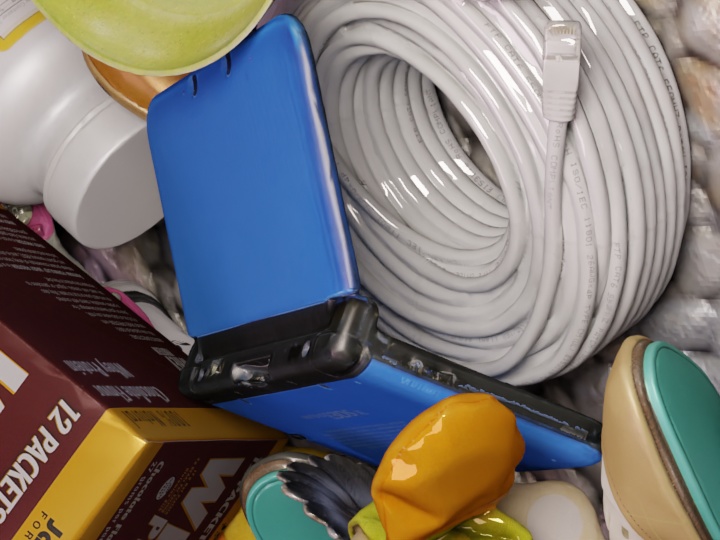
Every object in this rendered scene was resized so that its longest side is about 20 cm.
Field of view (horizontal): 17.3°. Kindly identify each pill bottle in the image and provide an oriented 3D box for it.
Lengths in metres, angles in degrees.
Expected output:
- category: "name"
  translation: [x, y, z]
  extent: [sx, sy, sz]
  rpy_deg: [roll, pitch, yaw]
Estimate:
- category: "pill bottle"
  translation: [-0.167, -0.102, 1.125]
  extent: [0.200, 0.112, 0.112]
  rpy_deg: [43, 144, 23]

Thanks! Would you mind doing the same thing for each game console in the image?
- category: "game console"
  translation: [0.000, 0.000, 0.933]
  extent: [0.170, 0.119, 0.200]
  rpy_deg: [22, 167, -17]

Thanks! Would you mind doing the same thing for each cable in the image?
- category: "cable"
  translation: [0.039, -0.053, 0.933]
  extent: [0.200, 0.069, 0.200]
  rpy_deg: [23, 134, 43]

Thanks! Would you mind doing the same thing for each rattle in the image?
- category: "rattle"
  translation: [0.054, 0.160, 0.820]
  extent: [0.143, 0.130, 0.200]
  rpy_deg: [136, 137, -61]

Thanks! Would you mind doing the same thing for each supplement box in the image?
- category: "supplement box"
  translation: [-0.169, 0.065, 1.019]
  extent: [0.200, 0.133, 0.197]
  rpy_deg: [38, -174, 14]

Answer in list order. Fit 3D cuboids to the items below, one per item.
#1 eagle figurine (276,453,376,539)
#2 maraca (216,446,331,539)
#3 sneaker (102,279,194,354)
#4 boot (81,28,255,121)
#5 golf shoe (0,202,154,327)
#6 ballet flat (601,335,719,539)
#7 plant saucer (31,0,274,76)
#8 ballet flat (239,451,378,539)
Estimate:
- category: "eagle figurine"
  translation: [0.060, 0.155, 0.957]
  extent: [0.152, 0.200, 0.151]
  rpy_deg: [-95, 6, -63]
- category: "maraca"
  translation: [-0.028, 0.161, 1.157]
  extent: [0.137, 0.107, 0.200]
  rpy_deg: [21, 143, 22]
- category: "sneaker"
  translation: [-0.098, 0.111, 1.231]
  extent: [0.115, 0.075, 0.200]
  rpy_deg: [29, 133, 45]
- category: "boot"
  translation: [-0.083, -0.151, 1.021]
  extent: [0.201, 0.071, 0.144]
  rpy_deg: [38, 131, 12]
- category: "golf shoe"
  translation: [-0.149, 0.034, 1.171]
  extent: [0.200, 0.075, 0.092]
  rpy_deg: [55, 166, 12]
- category: "ballet flat"
  translation: [0.125, 0.097, 0.867]
  extent: [0.063, 0.069, 0.200]
  rpy_deg: [-19, 133, 28]
- category: "plant saucer"
  translation: [-0.079, -0.174, 0.883]
  extent: [0.200, 0.031, 0.200]
  rpy_deg: [18, 116, 41]
- category: "ballet flat"
  translation: [0.026, 0.136, 1.051]
  extent: [0.200, 0.068, 0.068]
  rpy_deg: [42, 117, -18]
